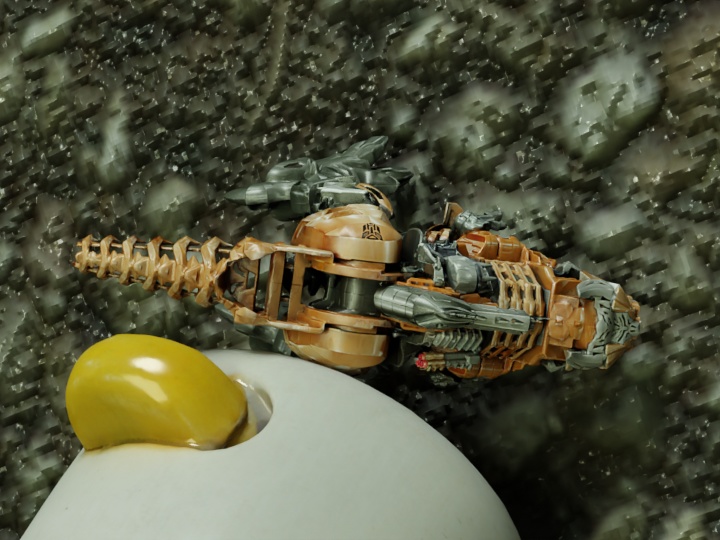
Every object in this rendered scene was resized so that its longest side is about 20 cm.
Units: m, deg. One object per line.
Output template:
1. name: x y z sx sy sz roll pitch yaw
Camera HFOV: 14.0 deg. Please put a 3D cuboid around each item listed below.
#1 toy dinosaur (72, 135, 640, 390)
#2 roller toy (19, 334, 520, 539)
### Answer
1. toy dinosaur: 0.000 0.000 1.097 0.200 0.136 0.102 28 91 -15
2. roller toy: -0.036 0.125 1.093 0.200 0.140 0.183 28 143 6
